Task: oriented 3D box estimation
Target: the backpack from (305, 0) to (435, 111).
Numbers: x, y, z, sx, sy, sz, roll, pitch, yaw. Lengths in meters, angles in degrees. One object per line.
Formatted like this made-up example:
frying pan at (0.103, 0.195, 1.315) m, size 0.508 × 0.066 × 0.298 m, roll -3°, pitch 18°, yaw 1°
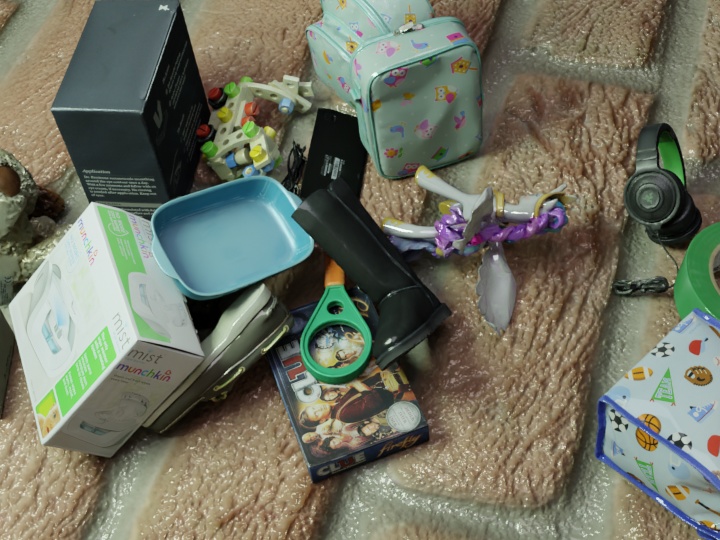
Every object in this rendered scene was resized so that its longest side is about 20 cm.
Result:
backpack at (0.019, -0.298, 1.435) m, size 0.153 × 0.201 × 0.176 m, roll -33°, pitch 57°, yaw -18°

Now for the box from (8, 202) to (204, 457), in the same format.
box at (-0.276, 0.064, 1.203) m, size 0.176 × 0.096 × 0.201 m, roll -45°, pitch 50°, yaw 24°

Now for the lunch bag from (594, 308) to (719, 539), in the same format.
lunch bag at (0.358, 0.164, 1.098) m, size 0.170 × 0.124 × 0.199 m, roll -39°, pitch 51°, yaw -24°

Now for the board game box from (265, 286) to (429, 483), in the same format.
board game box at (-0.023, 0.119, 1.224) m, size 0.134 × 0.035 × 0.201 m, roll -19°, pitch 53°, yaw -9°

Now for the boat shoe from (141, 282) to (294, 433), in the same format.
boat shoe at (-0.155, 0.106, 1.213) m, size 0.202 × 0.060 × 0.072 m, roll -47°, pitch 21°, yaw -1°

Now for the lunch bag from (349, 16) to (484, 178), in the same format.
lunch bag at (0.067, -0.210, 1.363) m, size 0.159 × 0.201 × 0.077 m, roll -16°, pitch 51°, yaw -5°

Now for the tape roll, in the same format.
tape roll at (0.445, 0.029, 1.213) m, size 0.198 × 0.048 × 0.202 m, roll 4°, pitch 45°, yaw -4°

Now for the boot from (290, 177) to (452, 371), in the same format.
boot at (0.000, 0.000, 1.208) m, size 0.066 × 0.165 × 0.201 m, roll -38°, pitch 88°, yaw 23°

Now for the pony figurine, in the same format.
pony figurine at (0.129, -0.045, 1.279) m, size 0.198 × 0.167 × 0.194 m, roll 8°, pitch 44°, yaw 31°

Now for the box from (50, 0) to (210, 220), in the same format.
box at (-0.277, -0.196, 1.388) m, size 0.116 × 0.201 × 0.198 m, roll 3°, pitch 52°, yaw 8°

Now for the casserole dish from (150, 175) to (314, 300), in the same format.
casserole dish at (-0.143, -0.033, 1.231) m, size 0.199 × 0.039 × 0.122 m, roll -22°, pitch 72°, yaw -36°

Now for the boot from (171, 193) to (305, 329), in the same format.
boot at (-0.153, -0.009, 1.307) m, size 0.209 × 0.080 × 0.159 m, roll -2°, pitch 47°, yaw 14°

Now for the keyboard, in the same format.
keyboard at (-0.049, -0.123, 1.424) m, size 0.103 × 0.040 × 0.201 m, roll 18°, pitch 52°, yaw -10°

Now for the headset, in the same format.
headset at (0.336, -0.070, 1.292) m, size 0.093 × 0.123 × 0.202 m, roll -8°, pitch 67°, yaw 31°

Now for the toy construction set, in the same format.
toy construction set at (-0.139, -0.189, 1.437) m, size 0.130 × 0.092 × 0.201 m, roll -8°, pitch 39°, yaw 31°

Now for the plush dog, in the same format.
plush dog at (-0.435, -0.074, 1.344) m, size 0.160 × 0.200 × 0.173 m, roll -27°, pitch 47°, yaw 12°

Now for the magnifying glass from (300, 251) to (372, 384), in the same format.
magnifying glass at (-0.028, 0.038, 1.254) m, size 0.079 × 0.022 × 0.201 m, roll -4°, pitch 54°, yaw 3°

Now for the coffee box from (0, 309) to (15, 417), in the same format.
coffee box at (-0.504, 0.106, 1.256) m, size 0.198 × 0.080 × 0.115 m, roll -5°, pitch 52°, yaw 2°
